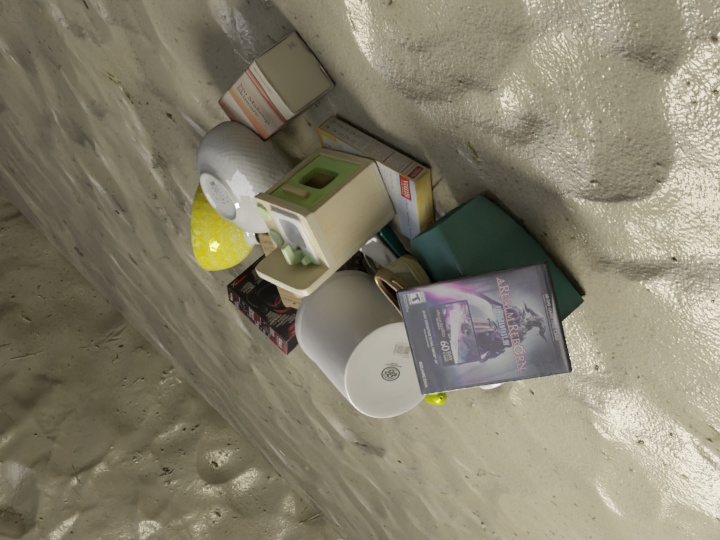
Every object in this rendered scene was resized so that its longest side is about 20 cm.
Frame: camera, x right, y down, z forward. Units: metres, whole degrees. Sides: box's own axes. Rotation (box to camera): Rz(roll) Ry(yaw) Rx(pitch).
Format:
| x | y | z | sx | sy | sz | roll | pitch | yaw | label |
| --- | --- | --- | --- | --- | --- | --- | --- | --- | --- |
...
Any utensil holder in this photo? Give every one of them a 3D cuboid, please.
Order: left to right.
| x | y | z | sx | sy | sz | roll | pitch | yaw | label |
| --- | --- | --- | --- | --- | --- | --- | --- | --- | --- |
| 0.009 | 0.113 | 1.366 | 0.170 | 0.170 | 0.200 | 63 | 170 | -30 | utensil holder |

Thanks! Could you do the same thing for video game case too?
| x | y | z | sx | sy | sz | roll | pitch | yaw | label |
| --- | --- | --- | --- | --- | --- | --- | --- | --- | --- |
| 0.156 | 0.076 | 1.127 | 0.199 | 0.019 | 0.144 | -12 | 97 | 22 | video game case |

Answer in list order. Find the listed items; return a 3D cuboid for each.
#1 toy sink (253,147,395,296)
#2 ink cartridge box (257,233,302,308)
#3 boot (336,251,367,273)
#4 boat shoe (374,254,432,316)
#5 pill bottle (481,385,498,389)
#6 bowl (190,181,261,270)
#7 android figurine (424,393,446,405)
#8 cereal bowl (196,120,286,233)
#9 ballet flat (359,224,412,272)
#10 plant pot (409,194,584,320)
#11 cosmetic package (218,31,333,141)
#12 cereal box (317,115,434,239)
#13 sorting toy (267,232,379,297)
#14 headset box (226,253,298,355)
| x | y | z | sx | sy | sz | roll | pitch | yaw | label |
| --- | --- | --- | --- | --- | --- | --- | --- | --- | --- |
| -0.071 | -0.079 | 1.308 | 0.130 | 0.200 | 0.112 | 22 | 147 | 46 | toy sink |
| -0.097 | -0.005 | 1.686 | 0.200 | 0.075 | 0.165 | 12 | 127 | 54 | ink cartridge box |
| 0.000 | 0.000 | 1.480 | 0.199 | 0.069 | 0.175 | -20 | 111 | 28 | boot |
| 0.092 | 0.075 | 1.199 | 0.200 | 0.065 | 0.072 | 57 | 156 | 6 | boat shoe |
| 0.162 | 0.075 | 1.341 | 0.200 | 0.120 | 0.120 | 53 | 156 | -11 | pill bottle |
| -0.247 | -0.096 | 1.751 | 0.107 | 0.201 | 0.201 | 5 | 141 | 14 | bowl |
| 0.092 | 0.192 | 1.694 | 0.182 | 0.041 | 0.200 | 41 | 166 | -7 | android figurine |
| -0.204 | -0.141 | 1.458 | 0.200 | 0.083 | 0.201 | 38 | 152 | 25 | cereal bowl |
| 0.059 | -0.006 | 1.417 | 0.069 | 0.070 | 0.200 | 14 | 154 | 52 | ballet flat |
| 0.170 | 0.009 | 1.212 | 0.200 | 0.141 | 0.141 | 56 | 156 | -4 | plant pot |
| -0.135 | -0.272 | 1.365 | 0.104 | 0.087 | 0.200 | 53 | 156 | -8 | cosmetic package |
| 0.026 | -0.137 | 1.352 | 0.200 | 0.040 | 0.144 | 33 | 153 | 29 | cereal box |
| -0.074 | -0.046 | 1.535 | 0.199 | 0.036 | 0.186 | -11 | 110 | 31 | sorting toy |
| -0.155 | 0.065 | 1.832 | 0.200 | 0.149 | 0.075 | 41 | 157 | 16 | headset box |
